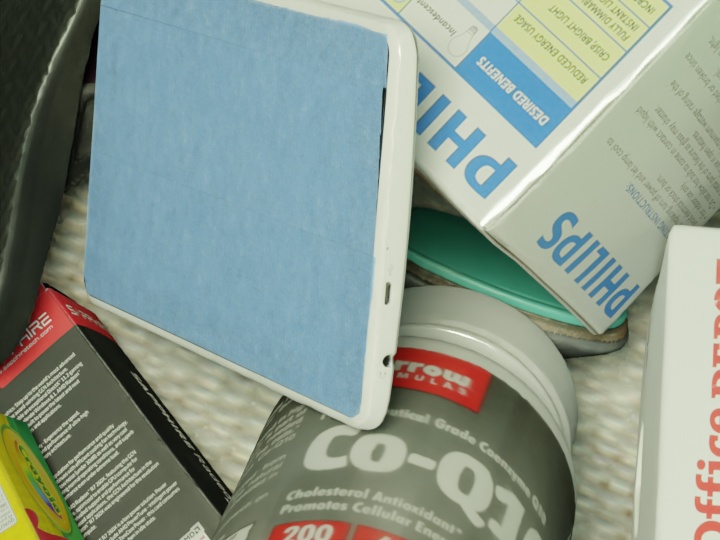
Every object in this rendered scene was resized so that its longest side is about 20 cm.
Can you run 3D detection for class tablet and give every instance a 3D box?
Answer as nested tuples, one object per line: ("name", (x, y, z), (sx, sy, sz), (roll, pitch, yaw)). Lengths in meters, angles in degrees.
("tablet", (-0.041, -0.032, 0.997), (0.014, 0.200, 0.131), (-2, 103, -32))

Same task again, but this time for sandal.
("sandal", (-0.118, -0.052, 1.110), (0.075, 0.048, 0.202), (-6, 64, 50))

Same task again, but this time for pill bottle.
("pill bottle", (0.010, 0.093, 0.979), (0.113, 0.200, 0.115), (6, 121, 11))

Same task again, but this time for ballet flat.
("ballet flat", (0.000, 0.000, 1.088), (0.199, 0.073, 0.073), (25, 88, 5))

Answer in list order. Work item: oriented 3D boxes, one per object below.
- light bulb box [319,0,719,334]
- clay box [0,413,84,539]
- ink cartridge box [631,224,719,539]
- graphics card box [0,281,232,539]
("light bulb box", (0.071, -0.124, 1.030), (0.200, 0.125, 0.198), (-46, 61, 2))
("clay box", (-0.128, 0.162, 1.021), (0.115, 0.048, 0.201), (-33, 70, 12))
("ink cartridge box", (0.193, 0.072, 1.000), (0.199, 0.085, 0.145), (4, 59, 3))
("graphics card box", (-0.096, 0.120, 1.074), (0.125, 0.051, 0.200), (-42, 66, 4))
